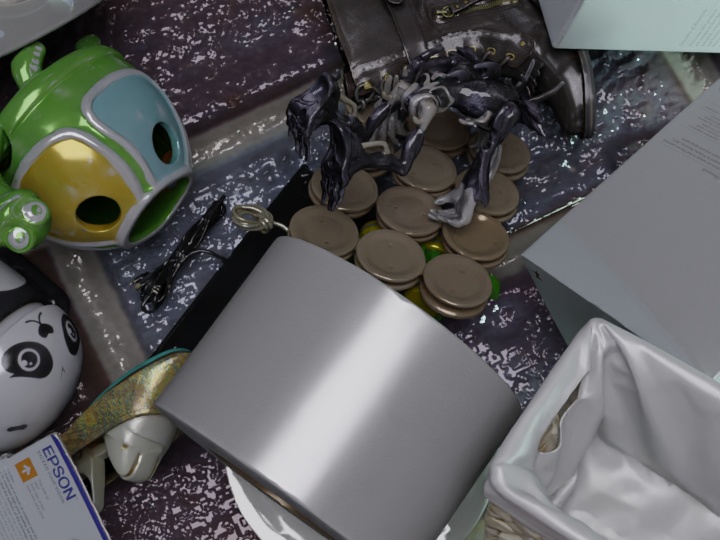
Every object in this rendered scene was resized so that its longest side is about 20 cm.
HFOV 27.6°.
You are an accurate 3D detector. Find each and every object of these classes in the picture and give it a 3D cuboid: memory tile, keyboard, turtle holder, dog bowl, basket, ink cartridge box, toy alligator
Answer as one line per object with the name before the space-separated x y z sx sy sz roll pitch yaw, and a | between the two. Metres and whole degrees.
memory tile | 0.040 -0.055 1.070 0.153 0.017 0.200 19 45 3
keyboard | -0.088 0.002 1.088 0.127 0.021 0.200 31 68 16
turtle holder | -0.197 -0.082 1.037 0.132 0.185 0.141 40 97 7
dog bowl | -0.265 -0.198 1.064 0.200 0.200 0.059 -28 111 -7
basket | 0.183 0.148 0.878 0.200 0.123 0.136 31 64 14
ink cartridge box | -0.230 0.232 0.992 0.200 0.041 0.200 -28 86 18
toy alligator | 0.000 0.000 1.056 0.199 0.054 0.059 15 44 -2

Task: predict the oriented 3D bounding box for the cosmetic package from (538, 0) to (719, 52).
cosmetic package | 0.234 -0.223 1.095 0.199 0.071 0.102 -1 60 -18

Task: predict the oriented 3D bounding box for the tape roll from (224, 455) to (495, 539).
tape roll | 0.001 0.127 1.068 0.202 0.037 0.203 0 76 -1

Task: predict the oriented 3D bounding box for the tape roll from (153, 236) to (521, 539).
tape roll | -0.015 0.092 0.955 0.202 0.203 0.139 35 78 6

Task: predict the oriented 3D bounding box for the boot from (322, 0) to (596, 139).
boot | 0.071 -0.159 1.116 0.174 0.069 0.200 -22 68 -9

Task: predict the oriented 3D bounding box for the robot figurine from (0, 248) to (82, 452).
robot figurine | -0.291 0.040 1.035 0.200 0.125 0.150 36 78 9

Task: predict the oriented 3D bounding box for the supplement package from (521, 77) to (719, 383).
supplement package | 0.260 0.010 1.003 0.200 0.147 0.191 -41 42 -9

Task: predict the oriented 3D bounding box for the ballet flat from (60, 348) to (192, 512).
ballet flat | -0.181 0.132 1.023 0.200 0.071 0.071 -34 79 14

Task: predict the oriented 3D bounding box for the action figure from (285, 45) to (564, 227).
action figure | 0.047 -0.099 1.031 0.200 0.102 0.119 -13 48 -31
